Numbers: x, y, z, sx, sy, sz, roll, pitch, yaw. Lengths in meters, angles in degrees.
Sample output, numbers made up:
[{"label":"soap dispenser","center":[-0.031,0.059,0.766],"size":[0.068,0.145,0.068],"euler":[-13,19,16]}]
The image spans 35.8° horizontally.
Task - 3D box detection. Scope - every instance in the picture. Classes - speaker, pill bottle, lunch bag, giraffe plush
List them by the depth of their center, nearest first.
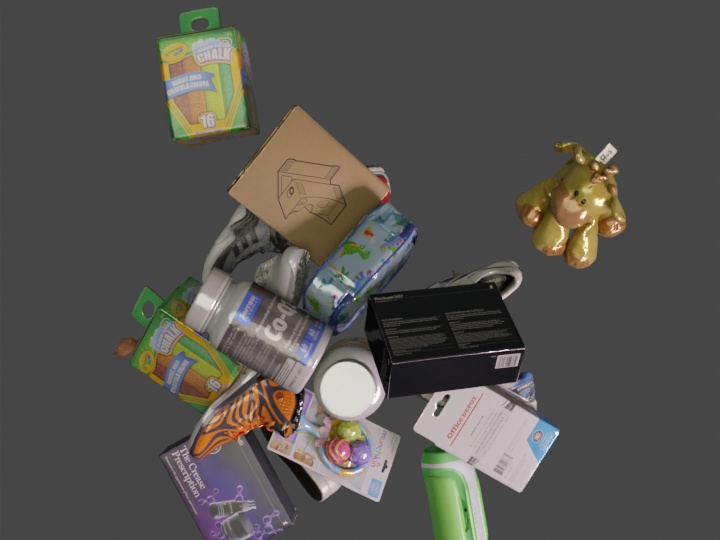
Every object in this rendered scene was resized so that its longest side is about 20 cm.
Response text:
[{"label":"pill bottle","center":[-0.151,0.085,1.635],"size":[0.199,0.114,0.115],"euler":[30,94,-5]},{"label":"giraffe plush","center":[0.337,-0.109,1.684],"size":[0.171,0.162,0.202],"euler":[27,94,2]},{"label":"lunch bag","center":[0.000,0.000,1.695],"size":[0.082,0.161,0.200],"euler":[40,73,8]},{"label":"pill bottle","center":[-0.014,0.166,1.698],"size":[0.111,0.200,0.114],"euler":[0,93,3]},{"label":"speaker","center":[0.150,0.377,1.757],"size":[0.087,0.088,0.203],"euler":[-10,92,4]}]

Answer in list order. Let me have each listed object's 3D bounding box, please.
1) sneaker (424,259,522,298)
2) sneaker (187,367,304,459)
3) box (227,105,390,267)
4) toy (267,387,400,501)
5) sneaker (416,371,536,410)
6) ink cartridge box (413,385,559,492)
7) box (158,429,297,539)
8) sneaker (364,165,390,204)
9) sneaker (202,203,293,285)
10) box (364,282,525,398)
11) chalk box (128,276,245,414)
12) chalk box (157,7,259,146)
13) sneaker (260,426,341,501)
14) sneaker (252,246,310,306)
[{"label":"sneaker","center":[0.161,0.041,1.741],"size":[0.199,0.089,0.075],"euler":[-29,92,6]},{"label":"sneaker","center":[-0.164,0.228,1.679],"size":[0.112,0.078,0.200],"euler":[42,87,16]},{"label":"box","center":[-0.075,-0.120,1.667],"size":[0.200,0.021,0.164],"euler":[39,88,-24]},{"label":"toy","center":[-0.034,0.265,1.739],"size":[0.198,0.047,0.116],"euler":[26,64,-8]},{"label":"sneaker","center":[0.182,0.181,1.759],"size":[0.197,0.077,0.086],"euler":[7,87,-6]},{"label":"ink cartridge box","center":[0.185,0.232,1.687],"size":[0.199,0.067,0.117],"euler":[31,98,-10]},{"label":"box","center":[-0.209,0.343,1.781],"size":[0.140,0.079,0.201],"euler":[-30,91,1]},{"label":"sneaker","center":[-0.041,-0.103,1.724],"size":[0.198,0.077,0.086],"euler":[-17,89,-17]},{"label":"sneaker","center":[-0.162,-0.038,1.759],"size":[0.113,0.075,0.201],"euler":[33,91,4]},{"label":"box","center":[0.119,0.098,1.614],"size":[0.197,0.142,0.079],"euler":[-5,135,-13]},{"label":"chalk box","center":[-0.269,0.105,1.730],"size":[0.199,0.124,0.125],"euler":[33,119,1]},{"label":"chalk box","center":[-0.236,-0.304,1.720],"size":[0.123,0.124,0.203],"euler":[-10,92,3]},{"label":"sneaker","center":[-0.093,0.267,1.786],"size":[0.084,0.073,0.201],"euler":[-32,81,-31]},{"label":"sneaker","center":[-0.126,0.014,1.705],"size":[0.080,0.200,0.077],"euler":[27,64,3]}]
